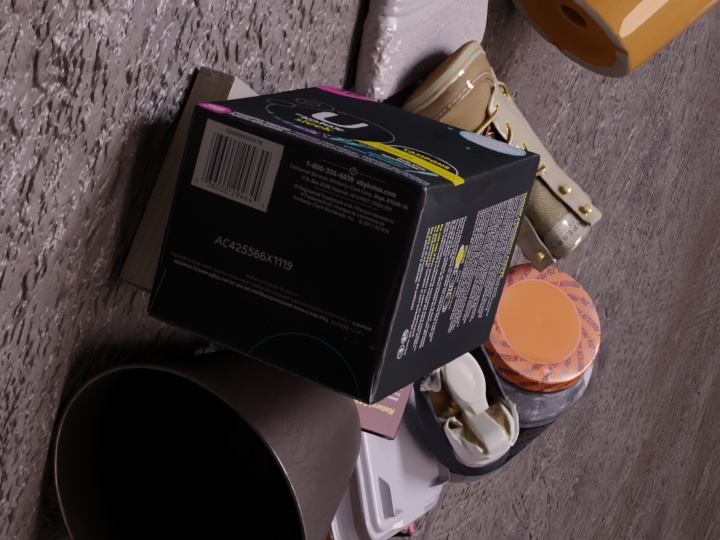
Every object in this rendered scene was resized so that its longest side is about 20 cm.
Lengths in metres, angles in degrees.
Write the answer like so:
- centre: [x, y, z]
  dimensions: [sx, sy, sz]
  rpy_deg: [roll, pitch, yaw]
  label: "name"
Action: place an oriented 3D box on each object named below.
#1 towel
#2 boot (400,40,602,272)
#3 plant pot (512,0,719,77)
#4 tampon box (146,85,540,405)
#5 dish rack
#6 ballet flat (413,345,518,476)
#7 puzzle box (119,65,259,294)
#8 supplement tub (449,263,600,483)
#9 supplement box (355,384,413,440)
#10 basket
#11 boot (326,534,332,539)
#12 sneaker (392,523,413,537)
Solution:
- centre: [0.054, -0.198, 1.614]
  dimensions: [0.200, 0.034, 0.133]
  rpy_deg: [-37, 141, -59]
  label: "towel"
- centre: [0.103, -0.076, 1.643]
  dimensions: [0.073, 0.156, 0.200]
  rpy_deg: [-39, 173, 0]
  label: "boot"
- centre: [0.215, -0.258, 1.809]
  dimensions: [0.184, 0.200, 0.200]
  rpy_deg: [-51, 157, -11]
  label: "plant pot"
- centre: [-0.006, -0.023, 1.346]
  dimensions: [0.200, 0.149, 0.127]
  rpy_deg: [-21, 129, -67]
  label: "tampon box"
- centre: [0.017, 0.093, 1.660]
  dimensions: [0.172, 0.043, 0.201]
  rpy_deg: [-21, 105, -67]
  label: "dish rack"
- centre: [0.073, 0.091, 1.634]
  dimensions: [0.073, 0.073, 0.201]
  rpy_deg: [-58, 142, -34]
  label: "ballet flat"
- centre: [-0.078, -0.034, 1.407]
  dimensions: [0.200, 0.025, 0.134]
  rpy_deg: [38, 71, -71]
  label: "puzzle box"
- centre: [0.101, 0.077, 1.779]
  dimensions: [0.123, 0.122, 0.200]
  rpy_deg: [-60, -175, -30]
  label: "supplement tub"
- centre: [0.000, 0.000, 1.537]
  dimensions: [0.108, 0.061, 0.201]
  rpy_deg: [21, 88, -35]
  label: "supplement box"
- centre: [-0.078, 0.117, 1.384]
  dimensions: [0.136, 0.181, 0.200]
  rpy_deg: [-32, -178, 17]
  label: "basket"
- centre: [-0.072, 0.183, 1.568]
  dimensions: [0.201, 0.070, 0.145]
  rpy_deg: [-43, 147, -48]
  label: "boot"
- centre: [-0.013, 0.147, 1.742]
  dimensions: [0.200, 0.073, 0.087]
  rpy_deg: [43, 45, -68]
  label: "sneaker"
